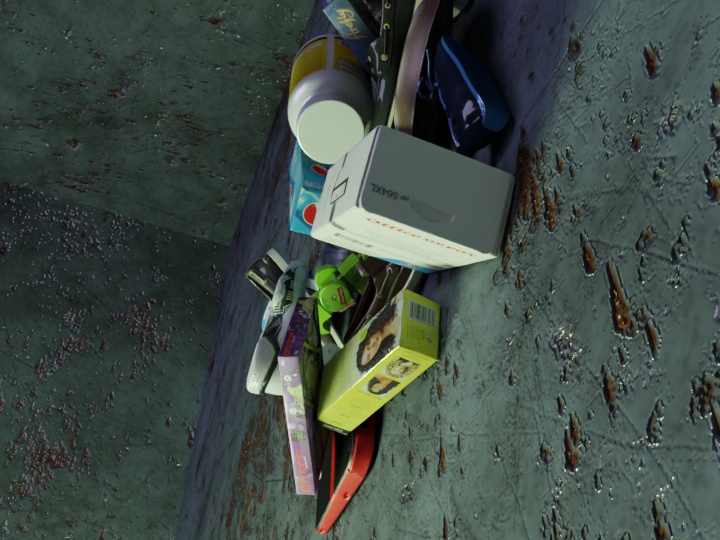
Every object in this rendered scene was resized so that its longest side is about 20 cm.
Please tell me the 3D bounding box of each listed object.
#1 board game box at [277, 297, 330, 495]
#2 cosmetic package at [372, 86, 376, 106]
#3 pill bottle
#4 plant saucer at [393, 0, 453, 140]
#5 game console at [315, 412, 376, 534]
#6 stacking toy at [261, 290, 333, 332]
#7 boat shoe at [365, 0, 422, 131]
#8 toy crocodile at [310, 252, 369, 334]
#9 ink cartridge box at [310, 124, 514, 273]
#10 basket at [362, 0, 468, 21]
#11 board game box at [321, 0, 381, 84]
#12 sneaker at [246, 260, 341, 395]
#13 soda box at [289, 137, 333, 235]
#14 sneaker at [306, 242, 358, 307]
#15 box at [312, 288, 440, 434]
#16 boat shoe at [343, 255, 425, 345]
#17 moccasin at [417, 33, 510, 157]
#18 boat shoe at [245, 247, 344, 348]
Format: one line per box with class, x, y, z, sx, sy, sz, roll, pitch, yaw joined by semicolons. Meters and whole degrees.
board game box;-0.063;0.148;1.042;0.121;0.032;0.202;-84;-9;-60
cosmetic package;0.020;-0.177;1.258;0.201;0.084;0.109;-95;25;-58
pill bottle;-0.038;-0.222;1.151;0.201;0.111;0.113;-92;21;-56
plant saucer;0.074;-0.239;1.055;0.200;0.032;0.203;13;-90;-79
game console;-0.018;0.204;1.119;0.202;0.031;0.178;-88;15;-47
stacking toy;-0.081;0.125;1.345;0.201;0.108;0.117;-109;37;-49
boat shoe;0.039;-0.262;1.087;0.074;0.062;0.204;-25;-54;-80
toy crocodile;0.000;0.000;1.119;0.200;0.062;0.068;-45;22;8
ink cartridge box;0.046;-0.062;0.883;0.200;0.144;0.085;162;125;-73
basket;0.079;-0.415;1.198;0.200;0.122;0.137;179;106;-76
board game box;0.019;-0.296;1.180;0.034;0.200;0.136;-32;28;15
sneaker;-0.075;0.087;1.190;0.075;0.113;0.202;115;172;-58
soda box;-0.062;-0.124;1.229;0.201;0.063;0.069;-97;22;-59
sneaker;-0.025;-0.030;1.291;0.202;0.076;0.148;-167;90;-77
box;0.014;0.104;0.969;0.200;0.050;0.076;-49;27;45
boat shoe;0.031;0.003;1.023;0.075;0.074;0.205;-159;84;-77
moccasin;0.099;-0.190;0.938;0.068;0.080;0.201;-52;21;26
boat shoe;-0.095;0.057;1.301;0.060;0.202;0.072;-36;-26;-8
